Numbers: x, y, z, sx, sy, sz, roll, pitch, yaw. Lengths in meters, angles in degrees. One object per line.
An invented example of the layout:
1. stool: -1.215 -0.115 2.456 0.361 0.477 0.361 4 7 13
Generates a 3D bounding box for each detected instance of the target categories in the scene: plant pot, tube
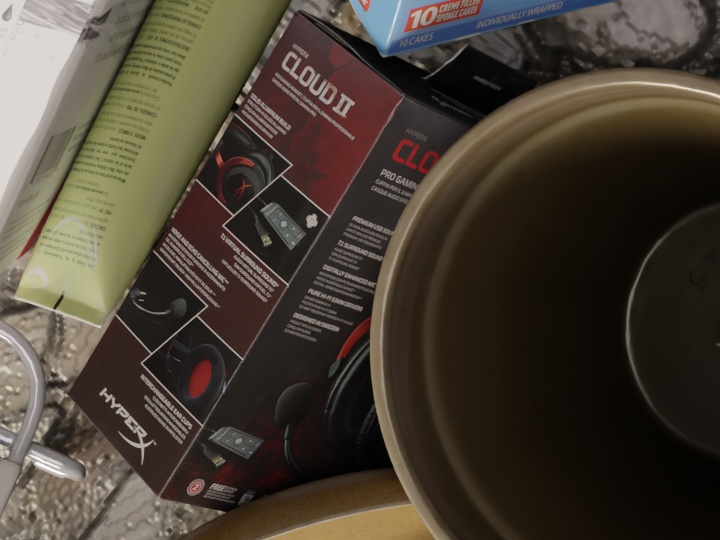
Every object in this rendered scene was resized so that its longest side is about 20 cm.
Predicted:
1. plant pot: 0.128 0.028 0.810 0.198 0.173 0.202 1 92 25
2. plant pot: -0.011 0.127 0.884 0.198 0.200 0.028 -21 63 6
3. tube: -0.075 -0.071 0.866 0.052 0.058 0.201 26 79 7

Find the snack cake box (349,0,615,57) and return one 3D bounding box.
1. snack cake box: 0.091 -0.160 0.795 0.198 0.115 0.068 -16 60 -24

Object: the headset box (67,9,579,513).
1. headset box: 0.000 0.000 0.857 0.075 0.148 0.201 41 103 39

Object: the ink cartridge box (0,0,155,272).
1. ink cartridge box: -0.130 -0.108 0.846 0.084 0.146 0.201 28 101 -1

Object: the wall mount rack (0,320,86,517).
1. wall mount rack: -0.219 0.104 0.916 0.173 0.075 0.201 25 81 -5
